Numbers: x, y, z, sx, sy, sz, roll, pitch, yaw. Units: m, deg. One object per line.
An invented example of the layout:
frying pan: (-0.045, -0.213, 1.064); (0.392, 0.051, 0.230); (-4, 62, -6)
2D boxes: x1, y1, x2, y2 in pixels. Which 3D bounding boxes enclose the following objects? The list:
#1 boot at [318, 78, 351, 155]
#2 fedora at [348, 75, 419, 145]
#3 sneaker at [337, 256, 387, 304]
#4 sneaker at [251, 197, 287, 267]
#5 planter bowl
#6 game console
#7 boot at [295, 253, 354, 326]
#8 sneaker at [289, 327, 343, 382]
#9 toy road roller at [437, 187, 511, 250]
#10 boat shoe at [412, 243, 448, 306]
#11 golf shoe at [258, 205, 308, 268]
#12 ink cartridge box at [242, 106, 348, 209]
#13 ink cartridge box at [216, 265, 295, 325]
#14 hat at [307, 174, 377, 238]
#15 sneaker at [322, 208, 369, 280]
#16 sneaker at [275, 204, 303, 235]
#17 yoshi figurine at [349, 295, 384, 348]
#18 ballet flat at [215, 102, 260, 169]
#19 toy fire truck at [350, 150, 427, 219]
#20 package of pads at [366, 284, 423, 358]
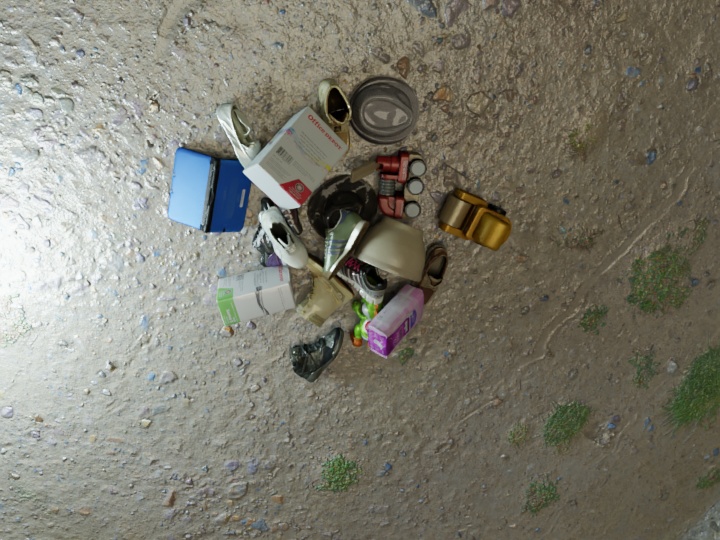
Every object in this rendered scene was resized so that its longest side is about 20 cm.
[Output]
boot: (-0.057, -0.372, 1.485); (0.073, 0.156, 0.201); (-11, 114, -7)
fedora: (0.067, -0.406, 1.529); (0.199, 0.090, 0.177); (12, 110, -15)
sneaker: (0.000, 0.000, 1.644); (0.200, 0.074, 0.087); (44, 132, 9)
sneaker: (-0.259, -0.097, 1.611); (0.087, 0.076, 0.200); (-10, 114, 0)
planter bowl: (0.095, -0.069, 1.628); (0.200, 0.200, 0.135); (19, 96, -17)
game console: (-0.395, -0.211, 1.565); (0.170, 0.118, 0.200); (-5, 118, -43)
boot: (-0.135, 0.057, 1.690); (0.155, 0.073, 0.200); (-43, 118, 8)
sneaker: (-0.137, 0.239, 1.770); (0.114, 0.076, 0.200); (31, 109, -27)
toy road roller: (0.332, -0.133, 1.662); (0.200, 0.146, 0.123); (20, 107, -18)
boat shoe: (0.205, 0.022, 1.743); (0.076, 0.072, 0.200); (9, 114, -14)
golf shoe: (-0.195, -0.069, 1.541); (0.078, 0.097, 0.200); (-35, 123, 0)
ink cartridge box: (-0.160, -0.275, 1.468); (0.145, 0.145, 0.200); (44, 74, -20)
ink cartridge box: (-0.285, 0.062, 1.630); (0.199, 0.146, 0.084); (-14, 115, -4)
hat: (-0.044, -0.159, 1.618); (0.200, 0.081, 0.201); (-4, 112, -9)
sneaker: (-0.062, -0.076, 1.585); (0.090, 0.067, 0.200); (39, 114, 11)
sneaker: (-0.172, -0.197, 1.585); (0.115, 0.076, 0.200); (-32, 122, -9)
yoshi figurine: (0.028, 0.129, 1.759); (0.112, 0.112, 0.200); (-23, 137, -43)
ballet flat: (-0.293, -0.331, 1.497); (0.069, 0.069, 0.200); (-27, 109, 1)
toy fire truck: (0.068, -0.230, 1.592); (0.199, 0.129, 0.177); (4, 112, -4)
package of pads: (0.104, 0.143, 1.709); (0.200, 0.076, 0.121); (-44, 146, -31)
